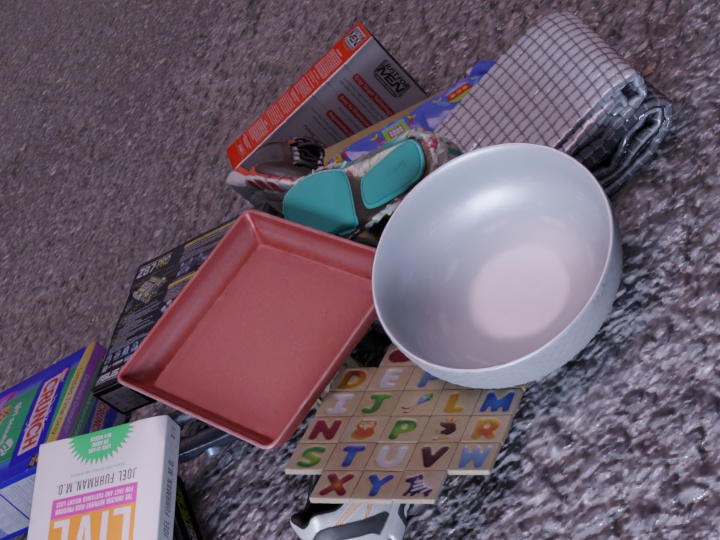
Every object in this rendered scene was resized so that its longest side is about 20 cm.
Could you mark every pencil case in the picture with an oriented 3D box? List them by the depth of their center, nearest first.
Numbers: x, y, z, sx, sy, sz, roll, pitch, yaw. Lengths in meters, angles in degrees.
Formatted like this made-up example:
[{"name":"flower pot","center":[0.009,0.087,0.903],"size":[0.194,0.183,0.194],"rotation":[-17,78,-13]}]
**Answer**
[{"name":"pencil case","center":[0.065,-0.120,1.526],"size":[0.199,0.078,0.087],"rotation":[-34,57,-3]}]

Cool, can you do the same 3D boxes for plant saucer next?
[{"name":"plant saucer","center":[-0.080,0.052,1.395],"size":[0.199,0.037,0.200],"rotation":[19,64,40]}]

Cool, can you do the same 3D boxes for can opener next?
[{"name":"can opener","center":[-0.171,0.154,1.515],"size":[0.199,0.064,0.079],"rotation":[-25,-18,-8]}]

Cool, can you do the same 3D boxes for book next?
[{"name":"book","center":[-0.221,0.232,1.415],"size":[0.133,0.048,0.201],"rotation":[-16,53,21]}]

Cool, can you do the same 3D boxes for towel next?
[{"name":"towel","center":[0.157,-0.109,1.413],"size":[0.200,0.085,0.166],"rotation":[-47,34,11]}]

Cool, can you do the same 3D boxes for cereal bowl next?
[{"name":"cereal bowl","center":[0.114,0.005,1.286],"size":[0.199,0.083,0.201],"rotation":[-13,57,21]}]

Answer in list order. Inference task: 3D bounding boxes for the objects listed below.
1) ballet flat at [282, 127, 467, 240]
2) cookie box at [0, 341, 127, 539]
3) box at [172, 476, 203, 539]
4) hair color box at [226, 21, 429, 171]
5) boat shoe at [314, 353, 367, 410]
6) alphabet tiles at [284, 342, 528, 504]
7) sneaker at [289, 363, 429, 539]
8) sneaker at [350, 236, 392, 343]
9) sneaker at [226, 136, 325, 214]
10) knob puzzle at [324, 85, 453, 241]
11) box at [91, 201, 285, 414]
[{"name":"ballet flat","center":[0.015,-0.069,1.432],"size":[0.199,0.064,0.076],"rotation":[-17,80,47]},{"name":"cookie box","center":[-0.345,0.189,1.753],"size":[0.199,0.075,0.172],"rotation":[-26,33,35]},{"name":"box","center":[-0.227,0.286,1.478],"size":[0.200,0.048,0.193],"rotation":[-44,25,5]},{"name":"hair color box","center":[-0.035,-0.152,1.736],"size":[0.200,0.101,0.061],"rotation":[-42,27,8]},{"name":"boat shoe","center":[-0.044,0.091,1.445],"size":[0.063,0.073,0.200],"rotation":[-48,27,-8]},{"name":"alphabet tiles","center":[0.039,0.113,1.265],"size":[0.165,0.006,0.200],"rotation":[-3,31,24]},{"name":"sneaker","center":[0.012,0.146,1.285],"size":[0.074,0.080,0.201],"rotation":[-21,35,45]},{"name":"sneaker","center":[0.000,0.000,1.484],"size":[0.076,0.077,0.200],"rotation":[-39,27,-20]},{"name":"sneaker","center":[-0.067,-0.100,1.599],"size":[0.082,0.077,0.200],"rotation":[-55,26,-9]},{"name":"knob puzzle","center":[0.039,-0.082,1.595],"size":[0.219,0.031,0.220],"rotation":[-20,37,16]},{"name":"box","center":[-0.159,0.038,1.561],"size":[0.199,0.049,0.162],"rotation":[-24,41,40]}]
